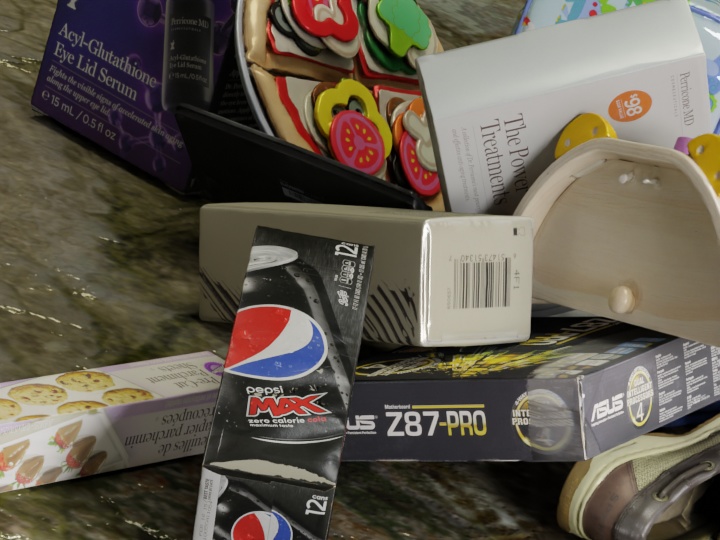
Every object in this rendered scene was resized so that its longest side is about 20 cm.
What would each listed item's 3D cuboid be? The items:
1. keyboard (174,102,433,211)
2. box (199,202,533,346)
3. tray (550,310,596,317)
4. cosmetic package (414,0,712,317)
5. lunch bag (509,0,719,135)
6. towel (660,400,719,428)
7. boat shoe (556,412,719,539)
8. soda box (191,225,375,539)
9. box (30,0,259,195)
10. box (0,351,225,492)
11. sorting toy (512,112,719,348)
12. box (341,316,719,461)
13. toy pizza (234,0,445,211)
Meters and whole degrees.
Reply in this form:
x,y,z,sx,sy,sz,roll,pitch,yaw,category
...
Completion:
x,y,z,sx,sy,sz,roll,pitch,yaw,category
-0.021,-0.028,1.687,0.199,0.127,0.021,24,56,36,keyboard
0.000,0.000,1.567,0.082,0.069,0.200,-1,4,-38,box
0.193,0.023,1.642,0.199,0.022,0.107,-5,13,39,tray
0.119,-0.055,1.600,0.150,0.200,0.052,-15,53,0,cosmetic package
0.162,-0.099,1.880,0.160,0.201,0.082,21,20,3,lunch bag
0.118,0.043,1.721,0.200,0.024,0.147,32,22,34,towel
0.189,0.117,1.511,0.199,0.074,0.065,-12,38,-39,boat shoe
-0.036,0.063,1.382,0.063,0.071,0.200,9,34,0,soda box
-0.106,-0.169,1.853,0.148,0.201,0.104,28,22,31,box
-0.132,0.073,1.399,0.041,0.039,0.199,31,24,34,box
0.202,-0.011,1.527,0.179,0.107,0.200,10,3,-36,sorting toy
0.089,0.061,1.522,0.160,0.049,0.200,1,9,31,box
0.003,-0.115,1.760,0.200,0.032,0.201,27,51,-37,toy pizza
